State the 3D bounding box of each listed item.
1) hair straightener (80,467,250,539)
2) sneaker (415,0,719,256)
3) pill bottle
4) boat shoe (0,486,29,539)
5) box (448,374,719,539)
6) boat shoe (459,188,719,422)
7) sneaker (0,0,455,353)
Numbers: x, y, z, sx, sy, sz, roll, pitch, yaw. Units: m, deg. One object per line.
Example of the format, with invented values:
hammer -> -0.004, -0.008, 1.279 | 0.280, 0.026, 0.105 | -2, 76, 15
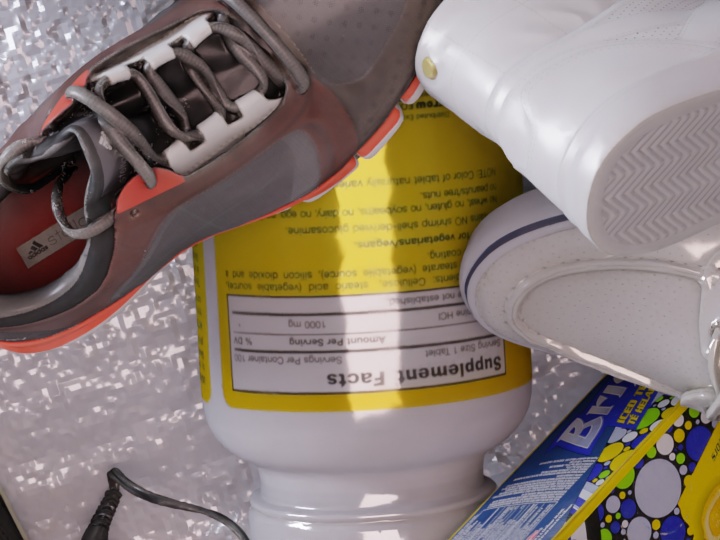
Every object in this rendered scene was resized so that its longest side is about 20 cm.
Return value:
hair straightener -> -0.035, 0.156, 0.960 | 0.077, 0.041, 0.200 | -26, 92, 9
sneaker -> 0.114, -0.074, 0.833 | 0.200, 0.116, 0.074 | -15, 128, -32
pill bottle -> 0.000, 0.000, 0.909 | 0.112, 0.112, 0.200 | -4, 97, -4
boat shoe -> -0.150, 0.106, 0.933 | 0.074, 0.063, 0.201 | -37, 96, 4
box -> 0.118, 0.057, 0.902 | 0.200, 0.064, 0.070 | -43, 108, -29
boat shoe -> 0.129, 0.019, 0.830 | 0.200, 0.070, 0.071 | 6, 135, 2
sneaker -> -0.053, -0.041, 0.813 | 0.200, 0.082, 0.077 | -42, 83, 11
